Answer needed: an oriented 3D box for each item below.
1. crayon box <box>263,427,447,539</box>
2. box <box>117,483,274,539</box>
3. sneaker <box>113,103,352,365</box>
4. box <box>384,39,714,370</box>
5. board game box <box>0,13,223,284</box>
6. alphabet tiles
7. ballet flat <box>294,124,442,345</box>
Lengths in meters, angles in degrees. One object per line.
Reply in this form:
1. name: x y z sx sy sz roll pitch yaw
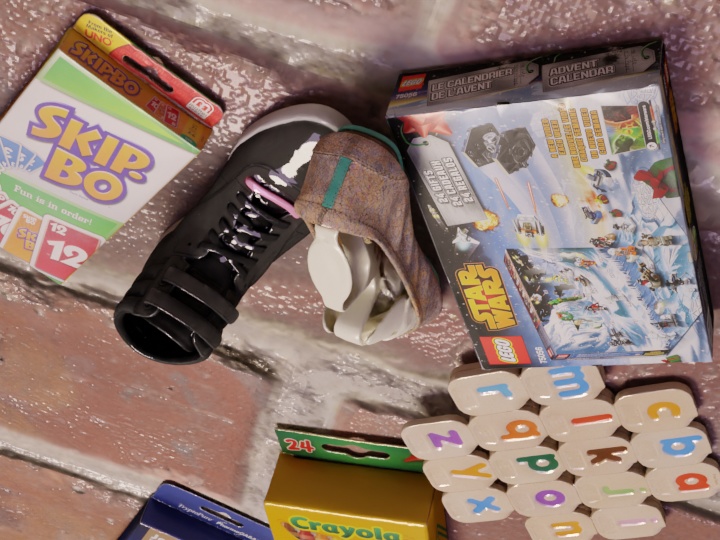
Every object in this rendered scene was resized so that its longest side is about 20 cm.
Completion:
1. crayon box: 0.000 0.204 0.937 0.127 0.051 0.200 5 137 15
2. box: -0.155 0.259 1.066 0.121 0.032 0.200 27 137 -10
3. sneaker: -0.071 -0.010 0.687 0.071 0.099 0.200 35 135 -17
4. box: 0.108 -0.025 0.653 0.137 0.040 0.200 -4 135 21
5. board game box: -0.170 -0.065 0.718 0.096 0.030 0.200 35 134 -20
6. alphabet tiles: 0.136 0.124 0.821 0.195 0.015 0.200 -12 132 22
7. ballet flat: 0.000 0.000 0.666 0.068 0.067 0.200 14 155 21
